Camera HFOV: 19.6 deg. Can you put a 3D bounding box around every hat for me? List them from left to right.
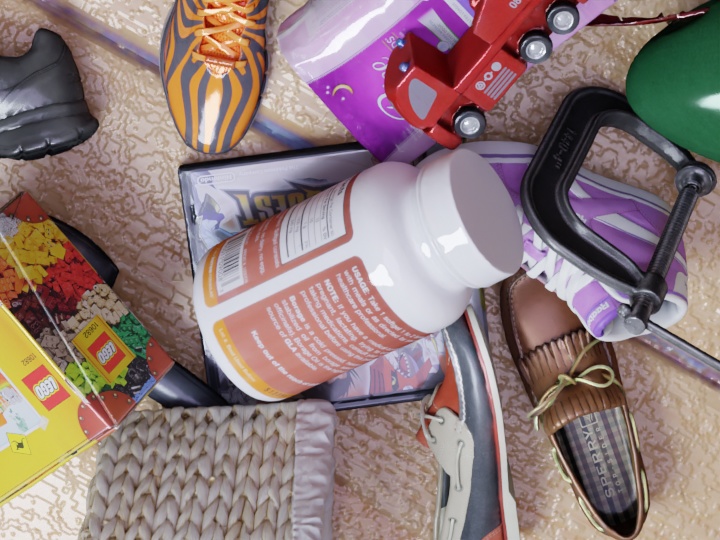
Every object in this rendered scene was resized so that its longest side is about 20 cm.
[{"bbox_3d":[0.185,-0.126,1.332,0.174,0.200,0.168,2,80,-18],"label":"hat"}]

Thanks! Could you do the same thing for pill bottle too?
[{"bbox_3d":[0.000,0.000,1.330,0.199,0.112,0.113,-24,101,29],"label":"pill bottle"}]

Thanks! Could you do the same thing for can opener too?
[{"bbox_3d":[-0.168,0.045,1.407,0.200,0.063,0.079,39,97,2],"label":"can opener"}]

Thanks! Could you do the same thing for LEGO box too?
[{"bbox_3d":[-0.242,0.064,1.359,0.149,0.077,0.199,50,132,-9],"label":"LEGO box"}]

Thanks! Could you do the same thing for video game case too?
[{"bbox_3d":[-0.015,0.005,1.433,0.198,0.026,0.183,-7,101,-1],"label":"video game case"}]

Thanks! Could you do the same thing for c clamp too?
[{"bbox_3d":[0.183,-0.034,1.363,0.170,0.201,0.027,29,135,-6],"label":"c clamp"}]

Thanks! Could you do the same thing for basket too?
[{"bbox_3d":[-0.096,0.214,1.358,0.159,0.201,0.200,2,127,2],"label":"basket"}]

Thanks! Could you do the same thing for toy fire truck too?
[{"bbox_3d":[0.062,-0.180,1.249,0.140,0.049,0.200,31,118,-23],"label":"toy fire truck"}]

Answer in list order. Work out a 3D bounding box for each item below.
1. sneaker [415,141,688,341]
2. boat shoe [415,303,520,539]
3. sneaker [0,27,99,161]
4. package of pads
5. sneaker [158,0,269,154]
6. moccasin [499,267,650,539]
[{"bbox_3d":[0.128,-0.015,1.367,0.198,0.115,0.073,12,134,-15],"label":"sneaker"},{"bbox_3d":[0.069,0.115,1.417,0.062,0.071,0.202,-7,121,3],"label":"boat shoe"},{"bbox_3d":[-0.278,-0.107,1.389,0.198,0.076,0.092,-13,91,-6],"label":"sneaker"},{"bbox_3d":[0.056,-0.167,1.334,0.199,0.076,0.120,-37,120,19],"label":"package of pads"},{"bbox_3d":[-0.093,-0.172,1.354,0.077,0.112,0.202,5,100,-2],"label":"sneaker"},{"bbox_3d":[0.147,0.090,1.426,0.073,0.078,0.203,-15,100,1],"label":"moccasin"}]
